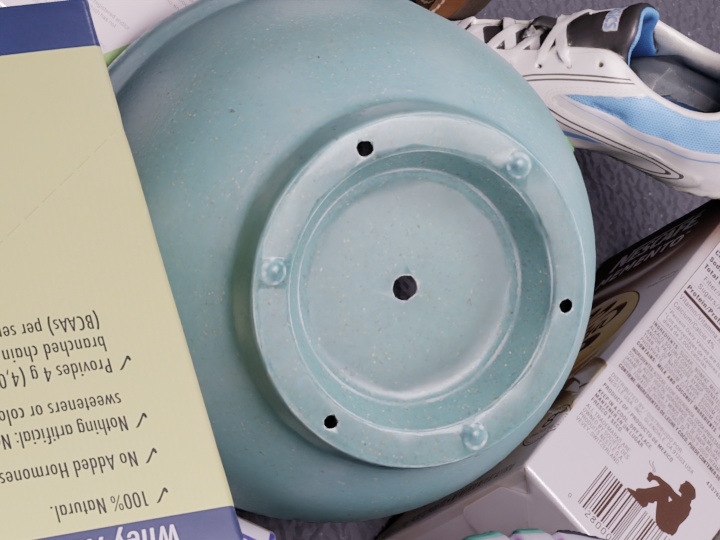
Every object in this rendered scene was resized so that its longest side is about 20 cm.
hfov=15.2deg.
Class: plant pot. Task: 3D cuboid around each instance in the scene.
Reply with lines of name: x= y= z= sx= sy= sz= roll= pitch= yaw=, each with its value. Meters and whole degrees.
plant pot: x=0.000 y=0.000 z=0.938 sx=0.200 sy=0.134 sz=0.201 roll=-3 pitch=98 yaw=-19

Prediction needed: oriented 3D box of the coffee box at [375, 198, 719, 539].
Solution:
coffee box: x=0.107 y=0.061 z=1.072 sx=0.080 sy=0.113 sz=0.200 roll=48 pitch=50 yaw=-6

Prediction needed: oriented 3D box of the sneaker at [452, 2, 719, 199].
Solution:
sneaker: x=0.080 y=-0.081 z=1.084 sx=0.199 sy=0.073 sz=0.072 roll=11 pitch=32 yaw=17

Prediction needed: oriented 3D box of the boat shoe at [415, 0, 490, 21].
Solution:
boat shoe: x=0.014 y=-0.199 z=1.147 sx=0.074 sy=0.076 sz=0.201 roll=4 pitch=60 yaw=-29

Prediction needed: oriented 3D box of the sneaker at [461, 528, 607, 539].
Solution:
sneaker: x=0.017 y=0.145 z=0.914 sx=0.199 sy=0.075 sz=0.088 roll=-5 pitch=44 yaw=-19

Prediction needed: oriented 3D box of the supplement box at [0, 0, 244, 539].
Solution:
supplement box: x=-0.160 y=0.046 z=0.813 sx=0.199 sy=0.134 sz=0.200 roll=-9 pitch=62 yaw=-19

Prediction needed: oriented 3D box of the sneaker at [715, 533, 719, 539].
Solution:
sneaker: x=0.136 y=0.161 z=0.993 sx=0.088 sy=0.074 sz=0.200 roll=42 pitch=37 yaw=0

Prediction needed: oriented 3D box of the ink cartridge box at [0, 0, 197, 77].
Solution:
ink cartridge box: x=-0.082 y=-0.136 z=1.048 sx=0.117 sy=0.067 sz=0.200 roll=39 pitch=54 yaw=-17

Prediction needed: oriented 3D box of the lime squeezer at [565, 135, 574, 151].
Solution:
lime squeezer: x=-0.006 y=0.011 z=1.048 sx=0.200 sy=0.071 sz=0.038 roll=-44 pitch=139 yaw=-10

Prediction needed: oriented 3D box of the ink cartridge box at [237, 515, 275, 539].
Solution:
ink cartridge box: x=-0.138 y=0.139 z=0.905 sx=0.200 sy=0.043 sz=0.197 roll=29 pitch=54 yaw=-23
